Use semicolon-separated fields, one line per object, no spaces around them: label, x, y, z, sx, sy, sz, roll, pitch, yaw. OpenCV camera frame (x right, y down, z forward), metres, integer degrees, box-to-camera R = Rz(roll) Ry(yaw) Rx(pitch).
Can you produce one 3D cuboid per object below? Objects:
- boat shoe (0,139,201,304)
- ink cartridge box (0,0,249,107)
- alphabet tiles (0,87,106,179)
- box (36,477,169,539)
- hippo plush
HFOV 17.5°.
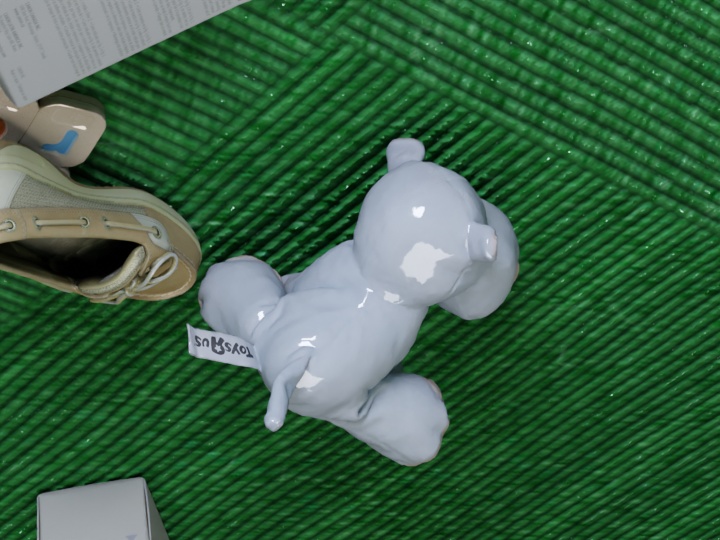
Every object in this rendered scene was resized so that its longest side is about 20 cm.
boat shoe;-0.155;-0.012;1.303;0.073;0.063;0.200;-30;151;18
ink cartridge box;-0.100;-0.164;1.123;0.199;0.057;0.163;-29;162;-6
alphabet tiles;-0.243;-0.082;1.256;0.199;0.015;0.196;14;138;-26
box;-0.166;0.228;1.642;0.082;0.069;0.201;-9;143;1
hippo plush;0.000;0.000;1.339;0.161;0.159;0.200;-54;147;8
